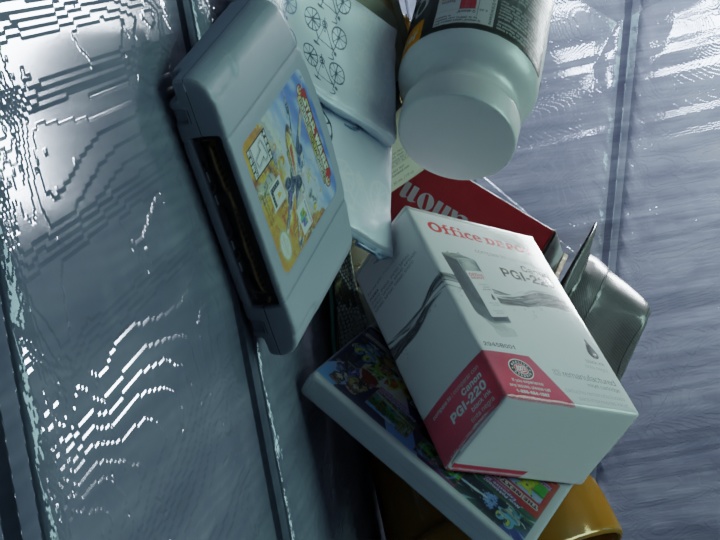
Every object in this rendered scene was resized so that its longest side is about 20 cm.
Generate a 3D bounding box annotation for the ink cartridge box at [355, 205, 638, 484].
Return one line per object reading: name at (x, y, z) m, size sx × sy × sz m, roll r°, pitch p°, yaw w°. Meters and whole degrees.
ink cartridge box at (0.101, 0.056, 1.093) m, size 0.145 × 0.085 × 0.201 m, roll 12°, pitch 36°, yaw -36°

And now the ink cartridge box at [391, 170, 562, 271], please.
ink cartridge box at (0.084, -0.046, 1.347) m, size 0.084 × 0.199 × 0.176 m, roll -58°, pitch 167°, yaw -1°

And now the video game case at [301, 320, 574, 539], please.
video game case at (0.072, 0.116, 1.086) m, size 0.200 × 0.023 × 0.182 m, roll 40°, pitch 30°, yaw 9°

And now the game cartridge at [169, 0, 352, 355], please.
game cartridge at (-0.058, -0.065, 0.923) m, size 0.134 × 0.041 × 0.202 m, roll -58°, pitch 139°, yaw -47°

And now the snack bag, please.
snack bag at (-0.028, -0.126, 1.053) m, size 0.188 × 0.021 × 0.202 m, roll 28°, pitch 56°, yaw -48°

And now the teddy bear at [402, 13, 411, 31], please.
teddy bear at (0.042, -0.174, 1.313) m, size 0.145 × 0.067 × 0.200 m, roll 41°, pitch -8°, yaw 4°

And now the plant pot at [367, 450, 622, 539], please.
plant pot at (0.091, 0.184, 1.204) m, size 0.185 × 0.199 × 0.200 m, roll 64°, pitch 4°, yaw 22°

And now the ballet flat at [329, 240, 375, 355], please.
ballet flat at (0.000, 0.000, 1.190) m, size 0.072 × 0.071 × 0.203 m, roll 50°, pitch 30°, yaw -71°

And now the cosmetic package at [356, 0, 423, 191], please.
cosmetic package at (-0.008, -0.176, 1.220) m, size 0.105 × 0.071 × 0.201 m, roll 28°, pitch -35°, yaw 46°

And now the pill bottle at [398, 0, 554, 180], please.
pill bottle at (0.093, -0.178, 1.159) m, size 0.117 × 0.115 × 0.201 m, roll 68°, pitch 28°, yaw -46°

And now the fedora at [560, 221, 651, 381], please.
fedora at (0.201, 0.066, 1.299) m, size 0.201 × 0.090 × 0.177 m, roll -62°, pitch 175°, yaw 26°

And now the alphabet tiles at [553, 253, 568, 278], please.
alphabet tiles at (0.152, 0.069, 1.392) m, size 0.168 × 0.008 × 0.200 m, roll -60°, pitch 174°, yaw 13°

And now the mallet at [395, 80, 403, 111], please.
mallet at (-0.006, -0.089, 1.121) m, size 0.200 × 0.041 × 0.067 m, roll -40°, pitch 119°, yaw -49°
